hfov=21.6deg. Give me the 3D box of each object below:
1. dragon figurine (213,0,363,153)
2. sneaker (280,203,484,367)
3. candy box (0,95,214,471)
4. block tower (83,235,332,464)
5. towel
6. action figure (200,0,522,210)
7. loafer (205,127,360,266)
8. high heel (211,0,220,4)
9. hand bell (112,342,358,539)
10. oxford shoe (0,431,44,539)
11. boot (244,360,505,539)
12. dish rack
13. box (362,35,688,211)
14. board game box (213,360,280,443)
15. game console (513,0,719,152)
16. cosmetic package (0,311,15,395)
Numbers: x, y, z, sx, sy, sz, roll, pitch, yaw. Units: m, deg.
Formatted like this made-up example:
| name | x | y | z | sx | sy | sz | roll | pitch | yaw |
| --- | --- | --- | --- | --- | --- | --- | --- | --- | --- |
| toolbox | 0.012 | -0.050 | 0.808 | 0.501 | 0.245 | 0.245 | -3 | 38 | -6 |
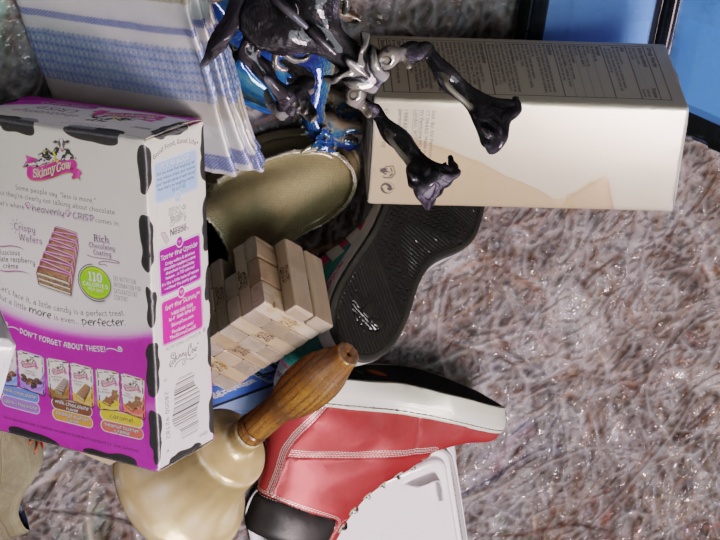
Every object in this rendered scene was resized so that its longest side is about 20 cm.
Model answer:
| name | x | y | z | sx | sy | sz | roll | pitch | yaw |
| --- | --- | --- | --- | --- | --- | --- | --- | --- | --- |
| dragon figurine | -0.065 | -0.135 | 1.159 | 0.199 | 0.059 | 0.100 | 14 | 114 | -34 |
| sneaker | 0.000 | 0.000 | 1.264 | 0.084 | 0.120 | 0.200 | 51 | 49 | -16 |
| candy box | -0.159 | 0.005 | 1.124 | 0.061 | 0.135 | 0.202 | -27 | 122 | -54 |
| block tower | -0.111 | 0.050 | 1.196 | 0.199 | 0.058 | 0.054 | -33 | 137 | 27 |
| towel | -0.137 | -0.144 | 1.083 | 0.024 | 0.146 | 0.201 | -52 | 140 | -38 |
| action figure | -0.011 | -0.126 | 1.054 | 0.200 | 0.102 | 0.119 | 41 | 98 | -13 |
| loafer | -0.086 | -0.030 | 1.213 | 0.198 | 0.068 | 0.077 | -21 | 128 | -12 |
| high heel | -0.011 | -0.177 | 1.117 | 0.199 | 0.071 | 0.144 | 31 | 75 | -25 |
| hand bell | -0.064 | 0.099 | 1.208 | 0.103 | 0.105 | 0.200 | 17 | 142 | -34 |
| oxford shoe | -0.242 | 0.099 | 1.221 | 0.074 | 0.071 | 0.201 | -3 | 133 | -17 |
| boot | 0.010 | 0.143 | 1.344 | 0.199 | 0.072 | 0.146 | 7 | 100 | -36 |
| dish rack | 0.009 | 0.219 | 1.444 | 0.170 | 0.044 | 0.201 | -21 | 129 | -14 |
| box | 0.102 | -0.095 | 1.208 | 0.198 | 0.095 | 0.078 | 2 | 123 | -3 |
| board game box | -0.132 | 0.071 | 1.289 | 0.198 | 0.019 | 0.104 | 4 | 121 | -28 |
| game console | 0.203 | -0.166 | 1.233 | 0.169 | 0.118 | 0.202 | -7 | 123 | -22 |
| cosmetic package | -0.299 | 0.063 | 1.085 | 0.122 | 0.200 | 0.201 | 8 | 117 | -27 |
